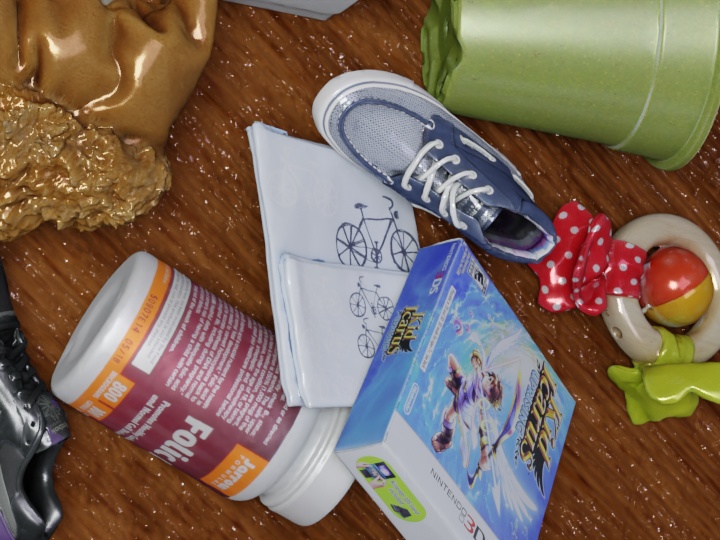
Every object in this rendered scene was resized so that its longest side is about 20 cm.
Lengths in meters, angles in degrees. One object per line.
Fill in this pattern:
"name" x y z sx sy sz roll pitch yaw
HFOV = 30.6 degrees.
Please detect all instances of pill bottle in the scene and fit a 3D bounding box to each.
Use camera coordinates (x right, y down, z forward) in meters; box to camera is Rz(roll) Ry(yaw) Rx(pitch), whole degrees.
"pill bottle" -0.097 0.085 0.897 0.200 0.114 0.114 34 76 -17

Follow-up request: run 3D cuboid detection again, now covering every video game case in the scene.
"video game case" 0.076 0.109 0.933 0.181 0.045 0.200 54 40 -28

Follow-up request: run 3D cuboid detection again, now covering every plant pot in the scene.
"plant pot" 0.148 -0.178 0.987 0.190 0.200 0.200 2 87 -9

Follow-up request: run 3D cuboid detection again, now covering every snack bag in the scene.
"snack bag" 0.000 0.000 0.928 0.188 0.021 0.200 8 69 -52

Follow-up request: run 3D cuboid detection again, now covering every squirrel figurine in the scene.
"squirrel figurine" -0.206 -0.118 0.812 0.186 0.141 0.200 13 75 -43

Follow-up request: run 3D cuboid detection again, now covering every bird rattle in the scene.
"bird rattle" 0.230 0.023 1.063 0.163 0.113 0.200 -35 87 -31

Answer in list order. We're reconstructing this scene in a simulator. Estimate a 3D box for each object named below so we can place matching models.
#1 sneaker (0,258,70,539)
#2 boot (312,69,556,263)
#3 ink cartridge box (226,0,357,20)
"sneaker" -0.224 0.079 0.844 0.087 0.076 0.200 4 101 20
"boot" 0.059 -0.071 0.932 0.200 0.090 0.073 22 113 -38
"ink cartridge box" -0.055 -0.295 0.918 0.145 0.145 0.200 6 86 -22
